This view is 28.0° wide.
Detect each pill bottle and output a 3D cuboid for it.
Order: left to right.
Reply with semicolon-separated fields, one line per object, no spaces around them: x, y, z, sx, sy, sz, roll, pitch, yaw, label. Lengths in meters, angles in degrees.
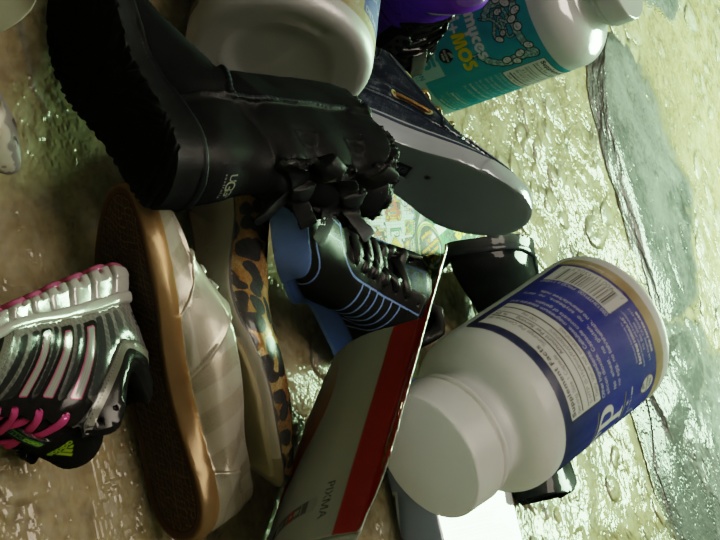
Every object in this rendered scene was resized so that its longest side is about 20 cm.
-0.043;-0.213;0.957;0.120;0.119;0.201;41;44;-42;pill bottle
0.119;-0.200;1.147;0.111;0.199;0.111;33;49;-48;pill bottle
0.110;0.081;0.989;0.200;0.119;0.120;-30;102;-37;pill bottle

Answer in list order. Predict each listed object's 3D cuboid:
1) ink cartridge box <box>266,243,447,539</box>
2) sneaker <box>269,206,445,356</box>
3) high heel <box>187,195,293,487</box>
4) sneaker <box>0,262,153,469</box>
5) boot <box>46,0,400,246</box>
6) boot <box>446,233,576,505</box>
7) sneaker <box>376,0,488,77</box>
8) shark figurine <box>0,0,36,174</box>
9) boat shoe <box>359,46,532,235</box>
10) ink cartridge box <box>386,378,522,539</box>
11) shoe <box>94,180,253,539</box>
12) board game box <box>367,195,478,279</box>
-0.010;0.097;0.830;0.201;0.050;0.163;107;1;-46;ink cartridge box
0.000;0.000;0.927;0.200;0.077;0.071;58;24;-62;sneaker
-0.061;0.019;0.880;0.142;0.071;0.201;-33;100;-57;high heel
-0.161;0.060;0.695;0.088;0.073;0.200;64;27;-4;sneaker
-0.075;-0.099;0.823;0.162;0.074;0.199;0;45;-42;boot
0.120;0.080;1.128;0.165;0.065;0.201;21;62;-67;boot
0.040;-0.187;1.055;0.069;0.200;0.100;-14;111;-21;sneaker
-0.199;-0.170;0.719;0.127;0.216;0.090;18;15;-22;shark figurine
0.041;-0.101;1.046;0.199;0.071;0.091;24;49;-20;boat shoe
0.071;0.178;1.047;0.119;0.042;0.201;4;72;-57;ink cartridge box
-0.101;0.047;0.800;0.053;0.070;0.201;-16;99;-41;shoe
0.037;-0.043;1.114;0.200;0.023;0.105;-39;108;-57;board game box
